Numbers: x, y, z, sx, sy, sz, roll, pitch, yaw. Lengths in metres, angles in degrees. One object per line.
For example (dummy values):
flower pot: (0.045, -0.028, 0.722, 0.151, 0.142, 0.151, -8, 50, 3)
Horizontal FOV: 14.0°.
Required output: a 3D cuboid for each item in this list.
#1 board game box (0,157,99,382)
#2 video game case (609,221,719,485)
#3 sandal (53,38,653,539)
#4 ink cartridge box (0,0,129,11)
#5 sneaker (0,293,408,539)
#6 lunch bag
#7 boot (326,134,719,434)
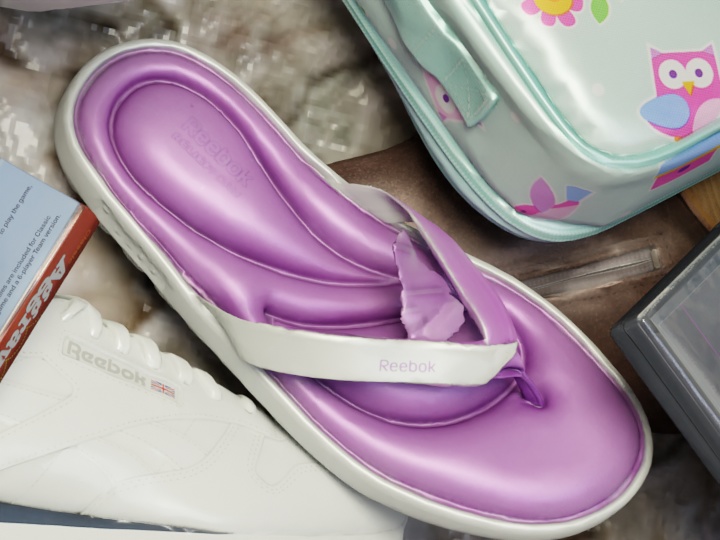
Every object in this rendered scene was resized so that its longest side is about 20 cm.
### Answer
board game box: (-0.164, 0.045, 0.768, 0.103, 0.019, 0.200, 29, 80, 14)
video game case: (0.172, 0.019, 0.859, 0.143, 0.019, 0.200, 53, 52, -5)
sandal: (-0.004, 0.006, 0.834, 0.202, 0.050, 0.083, 35, 65, 2)
ink cartridge box: (-0.085, -0.177, 0.773, 0.083, 0.146, 0.201, 10, 87, -28)
sneaker: (-0.073, 0.047, 0.833, 0.199, 0.076, 0.081, 8, 78, -30)
lunch bag: (0.057, -0.117, 0.862, 0.160, 0.077, 0.200, -29, 81, -24)
boot: (0.075, 0.031, 0.923, 0.166, 0.072, 0.201, -24, 100, -15)
